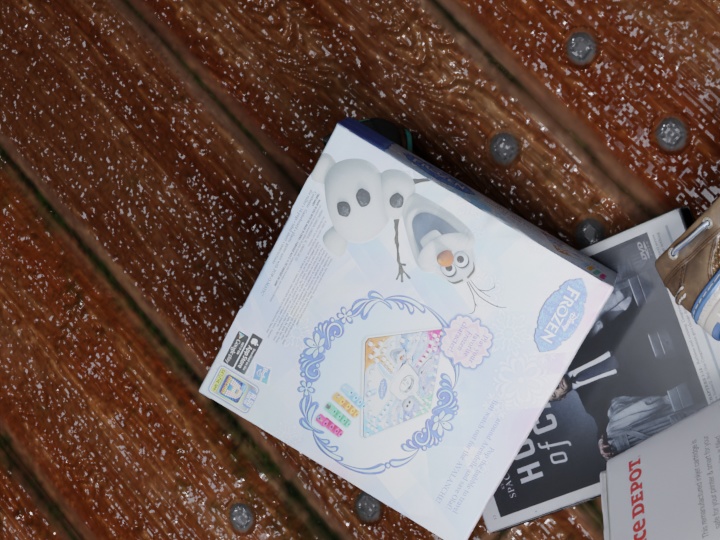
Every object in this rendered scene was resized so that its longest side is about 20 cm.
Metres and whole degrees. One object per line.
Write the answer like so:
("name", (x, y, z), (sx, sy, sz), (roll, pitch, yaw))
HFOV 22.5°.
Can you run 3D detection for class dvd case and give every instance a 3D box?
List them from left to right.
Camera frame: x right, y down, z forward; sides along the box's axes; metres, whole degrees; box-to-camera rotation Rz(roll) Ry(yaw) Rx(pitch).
("dvd case", (0.143, 0.066, 1.153), (0.199, 0.025, 0.152), (-24, 79, 28))

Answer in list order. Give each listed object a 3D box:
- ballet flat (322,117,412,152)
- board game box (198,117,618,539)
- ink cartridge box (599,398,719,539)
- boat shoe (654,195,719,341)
("ballet flat", (0.000, 0.000, 1.208), (0.068, 0.068, 0.202), (160, 108, -73))
("board game box", (0.028, 0.040, 1.146), (0.198, 0.043, 0.201), (31, 107, 6))
("ink cartridge box", (0.241, 0.130, 1.009), (0.199, 0.147, 0.086), (-33, 114, 22))
("boat shoe", (0.244, -0.057, 1.055), (0.072, 0.072, 0.201), (42, 103, 23))
